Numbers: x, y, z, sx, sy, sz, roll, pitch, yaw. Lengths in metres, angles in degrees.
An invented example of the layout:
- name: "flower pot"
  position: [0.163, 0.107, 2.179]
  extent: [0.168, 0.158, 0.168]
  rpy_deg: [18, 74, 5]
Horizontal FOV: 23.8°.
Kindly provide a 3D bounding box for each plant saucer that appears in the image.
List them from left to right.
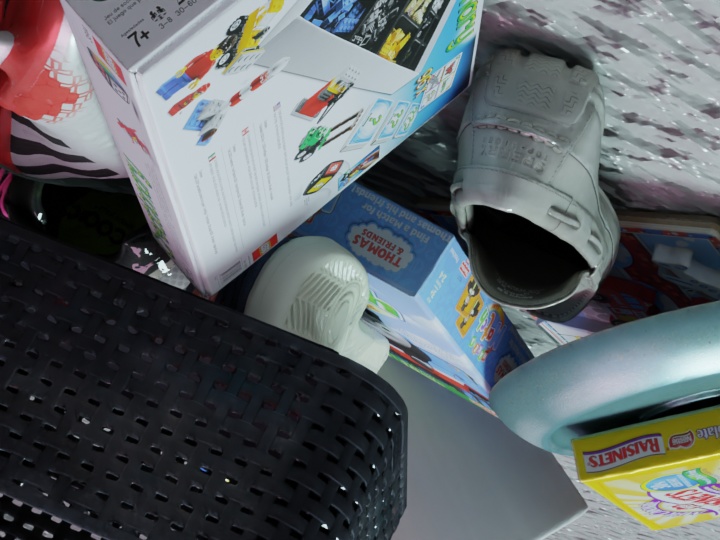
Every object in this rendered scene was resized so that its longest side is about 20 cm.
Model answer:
- name: "plant saucer"
  position: [0.159, 0.053, 0.788]
  extent: [0.198, 0.028, 0.200]
  rpy_deg: [-10, 162, -3]

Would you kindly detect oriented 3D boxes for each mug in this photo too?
- name: "mug"
  position: [0.010, 0.107, 0.944]
  extent: [0.185, 0.154, 0.149]
  rpy_deg: [-26, 173, -13]

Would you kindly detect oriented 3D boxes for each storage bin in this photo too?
- name: "storage bin"
  position: [-0.090, 0.070, 0.628]
  extent: [0.199, 0.094, 0.136]
  rpy_deg: [20, 153, 12]

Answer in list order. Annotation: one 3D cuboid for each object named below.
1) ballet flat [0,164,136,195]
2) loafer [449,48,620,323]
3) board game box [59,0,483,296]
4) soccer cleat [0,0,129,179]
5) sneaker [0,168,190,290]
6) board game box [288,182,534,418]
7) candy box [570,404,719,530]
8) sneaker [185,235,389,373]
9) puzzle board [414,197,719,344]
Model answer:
- name: "ballet flat"
  position: [-0.112, -0.070, 0.724]
  extent: [0.198, 0.057, 0.067]
  rpy_deg: [18, 133, 12]
- name: "loafer"
  position: [0.066, -0.016, 0.686]
  extent: [0.069, 0.070, 0.200]
  rpy_deg: [15, 162, 17]
- name: "board game box"
  position: [-0.016, -0.068, 0.511]
  extent: [0.035, 0.126, 0.200]
  rpy_deg: [48, 169, 13]
- name: "soccer cleat"
  position: [-0.083, -0.067, 0.548]
  extent: [0.084, 0.069, 0.200]
  rpy_deg: [10, 169, -12]
- name: "sneaker"
  position: [-0.148, -0.037, 0.812]
  extent: [0.199, 0.074, 0.088]
  rpy_deg: [24, 158, 23]
- name: "board game box"
  position: [0.000, 0.000, 0.805]
  extent: [0.151, 0.037, 0.200]
  rpy_deg: [29, 170, 26]
- name: "candy box"
  position: [0.174, 0.098, 0.847]
  extent: [0.101, 0.027, 0.200]
  rpy_deg: [-13, 162, 16]
- name: "sneaker"
  position: [-0.044, 0.023, 0.718]
  extent: [0.084, 0.075, 0.200]
  rpy_deg: [27, 168, 12]
- name: "puzzle board"
  position: [0.133, 0.015, 0.841]
  extent: [0.150, 0.018, 0.200]
  rpy_deg: [5, 161, 31]
